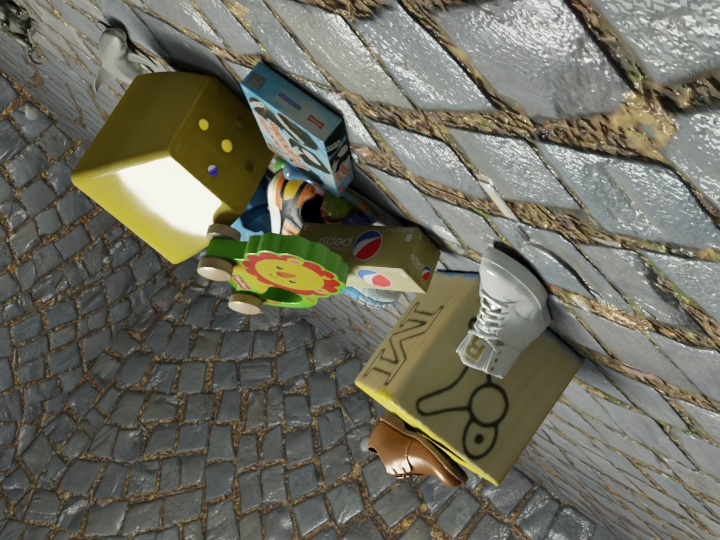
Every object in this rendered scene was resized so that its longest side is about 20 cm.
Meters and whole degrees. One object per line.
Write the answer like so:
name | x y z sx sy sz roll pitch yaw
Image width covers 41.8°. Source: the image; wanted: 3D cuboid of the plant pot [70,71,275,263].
plant pot | -0.231 -0.152 1.284 0.176 0.201 0.200 -8 138 47

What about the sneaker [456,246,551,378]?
sneaker | 0.157 0.061 1.085 0.074 0.116 0.200 34 170 33

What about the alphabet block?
alphabet block | 0.140 0.137 1.270 0.195 0.200 0.196 39 172 -11

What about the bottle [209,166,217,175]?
bottle | -0.250 -0.159 1.460 0.065 0.083 0.201 -117 9 -63

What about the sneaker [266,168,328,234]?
sneaker | -0.084 -0.063 1.433 0.090 0.070 0.201 26 145 29

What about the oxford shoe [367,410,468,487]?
oxford shoe | 0.074 0.257 1.274 0.071 0.071 0.200 43 168 -27

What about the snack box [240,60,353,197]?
snack box | -0.069 -0.159 1.103 0.116 0.037 0.200 36 172 11

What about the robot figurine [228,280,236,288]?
robot figurine | -0.368 -0.014 2.854 0.175 0.116 0.200 1 145 48

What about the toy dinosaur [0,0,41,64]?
toy dinosaur | -0.675 -0.482 1.834 0.102 0.077 0.200 46 -178 32

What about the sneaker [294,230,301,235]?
sneaker | -0.026 -0.006 1.416 0.199 0.084 0.074 12 152 -42

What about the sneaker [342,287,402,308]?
sneaker | 0.000 0.000 1.571 0.199 0.087 0.075 18 -148 -34

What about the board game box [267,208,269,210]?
board game box | -0.150 -0.042 1.719 0.199 0.041 0.200 -20 129 39

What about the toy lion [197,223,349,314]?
toy lion | -0.105 0.003 1.254 0.191 0.069 0.200 6 158 15

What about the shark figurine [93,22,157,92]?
shark figurine | -0.358 -0.291 1.440 0.128 0.090 0.215 33 169 36

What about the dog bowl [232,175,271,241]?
dog bowl | -0.169 -0.091 1.552 0.200 0.050 0.111 55 -151 6

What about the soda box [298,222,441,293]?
soda box | 0.002 -0.019 1.260 0.199 0.064 0.068 4 153 39

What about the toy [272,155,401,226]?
toy | -0.037 -0.093 1.293 0.200 0.047 0.115 37 173 7
